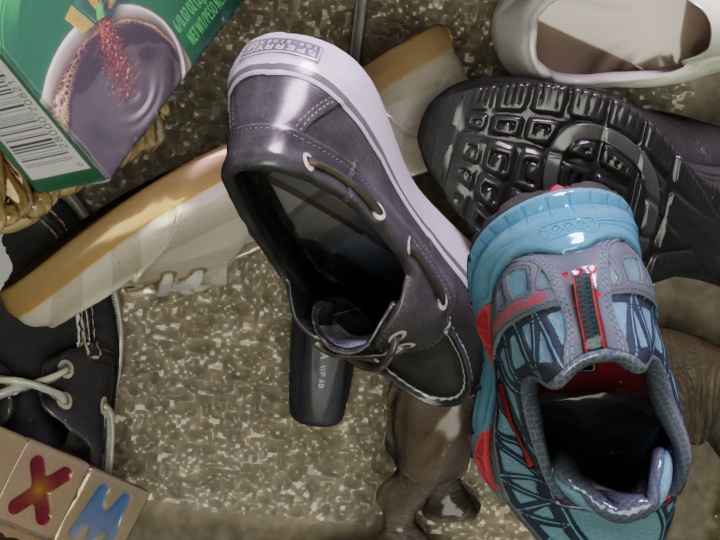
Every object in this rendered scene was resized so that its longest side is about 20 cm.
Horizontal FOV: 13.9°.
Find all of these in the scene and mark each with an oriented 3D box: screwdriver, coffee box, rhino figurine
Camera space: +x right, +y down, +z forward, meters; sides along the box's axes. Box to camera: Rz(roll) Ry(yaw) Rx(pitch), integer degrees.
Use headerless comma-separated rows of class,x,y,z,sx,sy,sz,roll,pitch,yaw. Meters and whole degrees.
screwdriver,-0.011,-0.035,1.177,0.029,0.028,0.200,7,102,25
coffee box,-0.127,-0.138,1.022,0.044,0.123,0.200,-7,130,45
rhino figurine,0.103,0.064,1.191,0.200,0.060,0.088,-3,110,-3

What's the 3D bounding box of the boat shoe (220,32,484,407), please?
boat shoe,0.000,0.000,1.072,0.070,0.066,0.200,1,144,21

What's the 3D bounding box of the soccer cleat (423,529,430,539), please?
soccer cleat,-0.044,0.169,1.200,0.200,0.076,0.067,-20,136,0

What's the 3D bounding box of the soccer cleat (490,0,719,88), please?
soccer cleat,0.149,-0.107,1.130,0.200,0.078,0.069,-15,107,2

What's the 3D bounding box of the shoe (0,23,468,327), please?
shoe,-0.042,-0.025,1.128,0.200,0.070,0.053,-29,95,-3

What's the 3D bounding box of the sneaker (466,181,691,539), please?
sneaker,0.081,0.064,1.083,0.079,0.096,0.200,-16,139,2

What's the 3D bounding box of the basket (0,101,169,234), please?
basket,-0.177,-0.114,1.106,0.149,0.143,0.200,-8,110,46

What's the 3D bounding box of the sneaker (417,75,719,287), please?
sneaker,0.109,-0.030,1.137,0.200,0.091,0.076,17,102,-21

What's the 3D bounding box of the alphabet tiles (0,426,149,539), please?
alphabet tiles,-0.187,0.126,1.109,0.200,0.008,0.167,28,89,-42

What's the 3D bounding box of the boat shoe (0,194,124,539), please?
boat shoe,-0.133,0.063,1.177,0.074,0.060,0.200,3,107,-5
